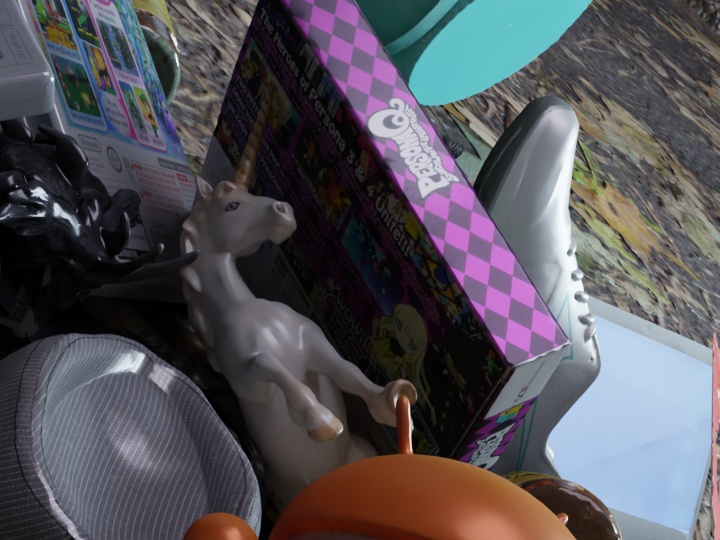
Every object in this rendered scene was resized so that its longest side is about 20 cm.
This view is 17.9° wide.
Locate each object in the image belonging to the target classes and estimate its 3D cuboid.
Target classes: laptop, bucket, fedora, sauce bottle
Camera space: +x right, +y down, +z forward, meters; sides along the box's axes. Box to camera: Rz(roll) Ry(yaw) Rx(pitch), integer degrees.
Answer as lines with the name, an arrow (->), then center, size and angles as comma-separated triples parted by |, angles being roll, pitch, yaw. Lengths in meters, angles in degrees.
laptop -> 0.166, 0.127, 1.188 | 0.177, 0.103, 0.200 | 22, 26, -45
bucket -> 0.072, -0.228, 1.685 | 0.135, 0.207, 0.207 | 56, 21, 18
fedora -> -0.096, 0.081, 0.774 | 0.177, 0.090, 0.200 | 39, 18, -6
sauce bottle -> 0.073, 0.121, 1.006 | 0.066, 0.066, 0.200 | 41, -5, 2
sauce bottle -> -0.143, -0.152, 1.278 | 0.065, 0.065, 0.200 | 31, 18, -28

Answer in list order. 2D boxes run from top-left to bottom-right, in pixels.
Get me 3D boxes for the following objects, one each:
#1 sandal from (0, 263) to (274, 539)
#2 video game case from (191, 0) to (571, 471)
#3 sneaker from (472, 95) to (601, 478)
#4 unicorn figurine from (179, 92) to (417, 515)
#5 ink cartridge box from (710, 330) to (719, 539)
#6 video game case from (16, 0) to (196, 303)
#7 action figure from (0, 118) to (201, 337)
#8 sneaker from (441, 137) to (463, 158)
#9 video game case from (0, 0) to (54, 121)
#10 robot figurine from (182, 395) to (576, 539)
sandal -> -0.091, 0.057, 0.921 | 0.200, 0.043, 0.076 | 46, 18, 14
video game case -> 0.000, 0.000, 0.971 | 0.036, 0.181, 0.200 | -20, 66, -26
sneaker -> 0.080, 0.015, 1.102 | 0.080, 0.201, 0.070 | 13, 15, -3
unicorn figurine -> -0.022, 0.048, 0.921 | 0.074, 0.200, 0.137 | -20, 28, -28
ink cartridge box -> 0.206, 0.149, 1.094 | 0.162, 0.050, 0.200 | -74, 154, -59
video game case -> -0.119, -0.074, 1.025 | 0.200, 0.024, 0.182 | 11, 59, -79
action figure -> -0.162, -0.023, 0.870 | 0.200, 0.102, 0.119 | 30, 14, 18
sneaker -> 0.008, -0.002, 1.102 | 0.078, 0.140, 0.200 | 27, 22, -38
video game case -> -0.235, -0.101, 0.849 | 0.200, 0.022, 0.182 | -12, 44, -20
robot figurine -> 0.009, 0.144, 0.710 | 0.144, 0.200, 0.117 | 15, -29, 14
